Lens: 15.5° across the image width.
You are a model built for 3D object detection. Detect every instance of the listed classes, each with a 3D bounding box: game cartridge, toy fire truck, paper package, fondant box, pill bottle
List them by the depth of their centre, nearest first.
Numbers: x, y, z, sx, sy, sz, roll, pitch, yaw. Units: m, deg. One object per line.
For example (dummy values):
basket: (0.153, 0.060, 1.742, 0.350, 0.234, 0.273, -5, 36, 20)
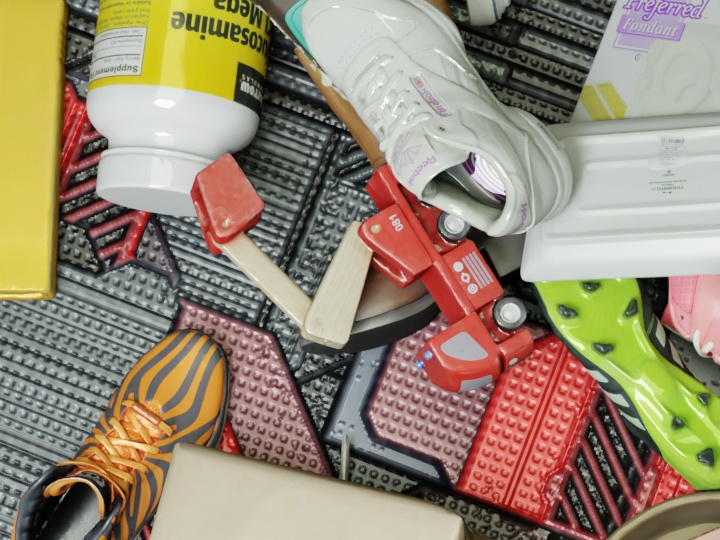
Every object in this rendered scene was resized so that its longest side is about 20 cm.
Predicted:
paper package: (-0.037, 0.220, 1.605, 0.199, 0.103, 0.191, 12, 80, 22)
toy fire truck: (0.000, 0.000, 1.621, 0.141, 0.049, 0.200, -30, 83, -14)
fondant box: (0.216, -0.110, 1.660, 0.144, 0.058, 0.201, 13, 73, 34)
pill bottle: (-0.114, -0.141, 1.693, 0.112, 0.112, 0.201, 6, 81, 4)
game cartridge: (-0.282, -0.082, 1.735, 0.175, 0.032, 0.201, 1, 77, 3)

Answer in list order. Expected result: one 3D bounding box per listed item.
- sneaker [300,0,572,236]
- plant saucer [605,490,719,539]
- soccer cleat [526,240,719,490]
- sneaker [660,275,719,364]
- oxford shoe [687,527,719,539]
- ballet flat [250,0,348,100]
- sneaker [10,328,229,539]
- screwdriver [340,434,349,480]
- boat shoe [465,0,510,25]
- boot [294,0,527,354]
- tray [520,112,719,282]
sneaker: (0.038, -0.098, 1.586, 0.200, 0.100, 0.075, 41, 122, 8)
plant saucer: (0.224, 0.239, 1.649, 0.199, 0.029, 0.201, -1, 79, 3)
soccer cleat: (0.166, 0.057, 1.655, 0.067, 0.081, 0.200, -34, 80, -15)
sneaker: (0.238, 0.036, 1.673, 0.086, 0.074, 0.201, -23, 72, 8)
oxford shoe: (0.172, 0.217, 1.606, 0.199, 0.071, 0.074, -25, 82, -2)
ballet flat: (-0.037, -0.186, 1.652, 0.075, 0.064, 0.200, -28, 113, 16)
sneaker: (-0.147, 0.122, 1.646, 0.077, 0.112, 0.201, 29, 82, 7)
screwdriver: (-0.017, 0.203, 1.667, 0.029, 0.028, 0.201, 0, 81, -12)
boat shoe: (0.100, -0.257, 1.723, 0.065, 0.074, 0.201, 2, 81, 8)
boot: (0.010, -0.063, 1.695, 0.188, 0.068, 0.201, -27, 79, -2)
tray: (0.189, -0.050, 1.596, 0.199, 0.022, 0.108, -3, 65, 28)
